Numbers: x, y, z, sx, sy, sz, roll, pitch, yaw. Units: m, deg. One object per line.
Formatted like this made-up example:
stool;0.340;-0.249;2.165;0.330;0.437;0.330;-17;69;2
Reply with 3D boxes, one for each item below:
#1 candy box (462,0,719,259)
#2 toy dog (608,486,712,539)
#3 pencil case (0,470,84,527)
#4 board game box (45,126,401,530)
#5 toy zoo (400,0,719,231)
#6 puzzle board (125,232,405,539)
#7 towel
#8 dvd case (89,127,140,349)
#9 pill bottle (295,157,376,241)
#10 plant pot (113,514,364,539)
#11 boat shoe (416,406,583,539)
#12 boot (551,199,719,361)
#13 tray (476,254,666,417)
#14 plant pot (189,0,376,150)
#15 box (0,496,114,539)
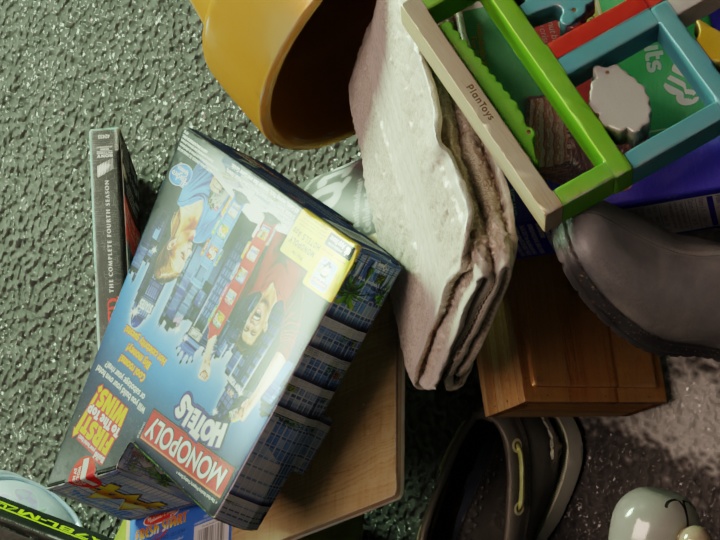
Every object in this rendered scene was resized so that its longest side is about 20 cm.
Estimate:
candy box;0.149;-0.107;1.424;0.199;0.077;0.170;-9;77;8
toy dog;0.145;0.210;1.350;0.096;0.132;0.201;3;109;49
pencil case;-0.249;0.216;1.805;0.200;0.090;0.083;-51;16;25
board game box;-0.072;0.053;1.477;0.201;0.062;0.200;-62;34;5
toy zoo;0.136;-0.118;1.359;0.199;0.020;0.131;-30;68;-10
puzzle board;-0.049;0.078;1.507;0.200;0.017;0.151;-25;53;38
towel;0.030;-0.052;1.417;0.133;0.034;0.201;110;152;-54
dvd case;-0.140;0.029;1.701;0.022;0.146;0.201;-4;81;-1
pill bottle;0.000;0.000;1.579;0.199;0.114;0.115;-21;72;39
plant pot;-0.075;0.211;1.589;0.200;0.200;0.194;-4;71;42
boat shoe;0.056;0.164;1.547;0.072;0.060;0.203;26;103;41
boot;0.196;-0.008;1.361;0.132;0.199;0.070;-39;40;35
tray;0.097;-0.026;1.501;0.037;0.098;0.201;-26;68;49
plant pot;-0.032;-0.198;1.535;0.183;0.200;0.200;47;117;19
box;-0.203;0.243;1.716;0.192;0.048;0.201;21;101;6
